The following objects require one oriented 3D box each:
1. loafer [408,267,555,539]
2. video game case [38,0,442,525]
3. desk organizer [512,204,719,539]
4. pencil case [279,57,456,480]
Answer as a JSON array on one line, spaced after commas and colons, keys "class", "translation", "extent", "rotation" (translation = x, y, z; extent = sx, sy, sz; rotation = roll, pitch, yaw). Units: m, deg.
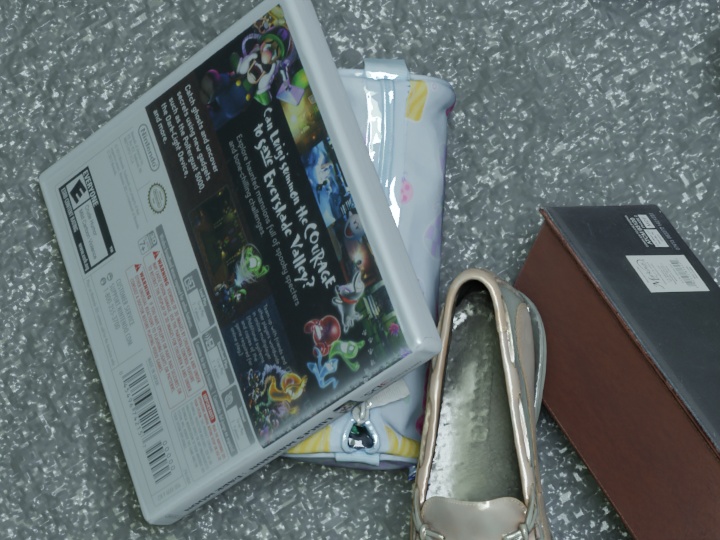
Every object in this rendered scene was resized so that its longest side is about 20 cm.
[{"class": "loafer", "translation": [0.052, 0.097, 1.032], "extent": [0.072, 0.063, 0.201], "rotation": [-4, 71, 14]}, {"class": "video game case", "translation": [-0.064, -0.006, 1.082], "extent": [0.182, 0.023, 0.200], "rotation": [-34, 63, 29]}, {"class": "desk organizer", "translation": [0.145, 0.062, 1.050], "extent": [0.200, 0.072, 0.077], "rotation": [58, 137, 39]}, {"class": "pencil case", "translation": [0.000, 0.000, 1.098], "extent": [0.083, 0.091, 0.201], "rotation": [3, 82, 8]}]
